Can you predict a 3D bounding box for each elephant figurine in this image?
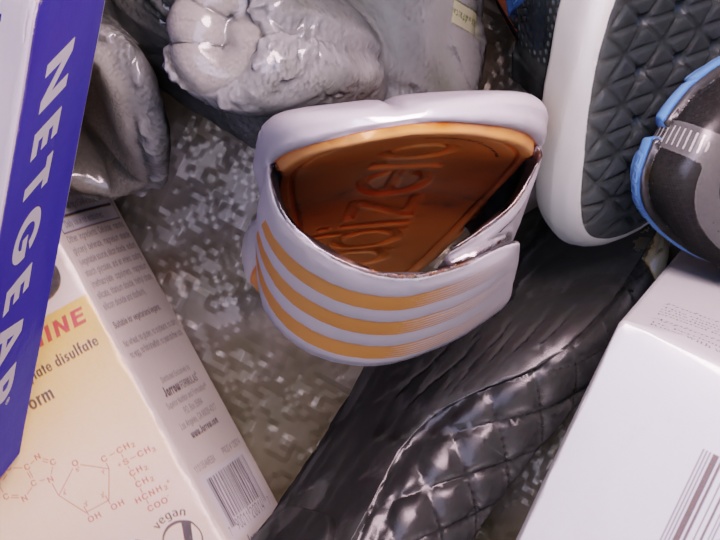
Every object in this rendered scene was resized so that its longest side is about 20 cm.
[{"bbox_3d":[-0.070,-0.095,0.749,0.200,0.141,0.156,2,103,30],"label":"elephant figurine"}]

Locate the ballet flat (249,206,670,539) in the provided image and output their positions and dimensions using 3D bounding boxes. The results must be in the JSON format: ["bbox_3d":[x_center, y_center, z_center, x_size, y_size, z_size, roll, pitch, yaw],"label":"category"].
[{"bbox_3d":[0.028,0.054,0.774,0.200,0.057,0.066,-50,42,-12],"label":"ballet flat"}]

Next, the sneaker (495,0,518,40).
[{"bbox_3d":[0.140,-0.099,0.747,0.200,0.078,0.112,-22,96,25],"label":"sneaker"}]

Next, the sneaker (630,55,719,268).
[{"bbox_3d":[0.167,-0.006,0.707,0.199,0.083,0.071,23,98,-20],"label":"sneaker"}]

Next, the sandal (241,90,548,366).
[{"bbox_3d":[0.008,-0.001,0.717,0.079,0.207,0.059,-5,77,-8],"label":"sandal"}]

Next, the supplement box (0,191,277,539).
[{"bbox_3d":[-0.124,0.038,0.814,0.126,0.074,0.200,-29,90,13],"label":"supplement box"}]

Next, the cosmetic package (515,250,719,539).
[{"bbox_3d":[0.116,0.056,0.700,0.113,0.200,0.081,26,100,10],"label":"cosmetic package"}]

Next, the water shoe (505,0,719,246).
[{"bbox_3d":[0.067,-0.108,0.705,0.079,0.071,0.200,26,119,45],"label":"water shoe"}]

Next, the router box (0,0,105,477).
[{"bbox_3d":[-0.171,-0.040,0.707,0.179,0.049,0.200,23,129,10],"label":"router box"}]
